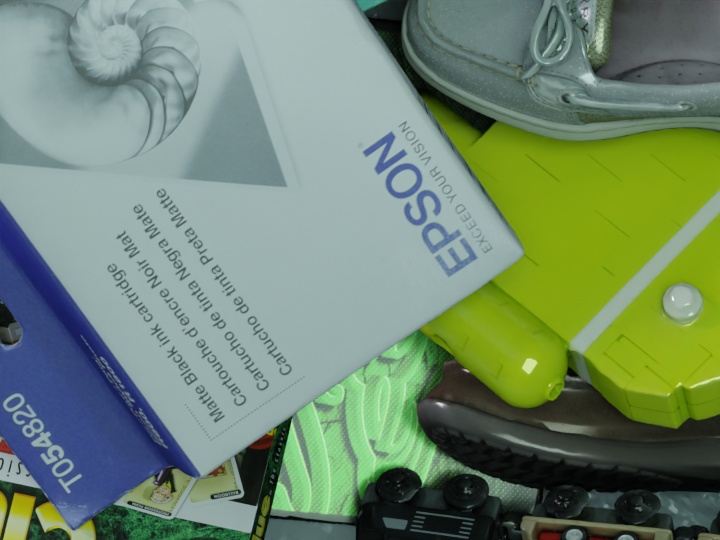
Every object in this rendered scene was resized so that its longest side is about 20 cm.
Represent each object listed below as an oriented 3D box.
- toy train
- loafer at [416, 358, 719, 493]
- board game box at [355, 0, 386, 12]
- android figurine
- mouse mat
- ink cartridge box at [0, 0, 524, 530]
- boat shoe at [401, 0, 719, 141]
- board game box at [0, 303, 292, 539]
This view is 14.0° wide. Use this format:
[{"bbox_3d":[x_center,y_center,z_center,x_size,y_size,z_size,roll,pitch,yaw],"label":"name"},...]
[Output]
[{"bbox_3d":[0.093,0.106,1.103,0.199,0.046,0.034,5,132,16],"label":"toy train"},{"bbox_3d":[0.119,0.049,1.133,0.199,0.073,0.071,5,78,-11],"label":"loafer"},{"bbox_3d":[-0.075,-0.167,1.049,0.152,0.045,0.200,-27,107,-2],"label":"board game box"},{"bbox_3d":[0.104,-0.023,1.095,0.182,0.041,0.200,-43,61,-10],"label":"android figurine"},{"bbox_3d":[0.000,0.000,1.155,0.160,0.008,0.201,5,89,-3],"label":"mouse mat"},{"bbox_3d":[-0.077,-0.031,1.038,0.200,0.041,0.200,-35,106,4],"label":"ink cartridge box"},{"bbox_3d":[0.112,-0.086,1.061,0.201,0.065,0.075,13,65,14],"label":"boat shoe"},{"bbox_3d":[-0.130,0.067,1.108,0.199,0.023,0.105,10,81,11],"label":"board game box"}]
